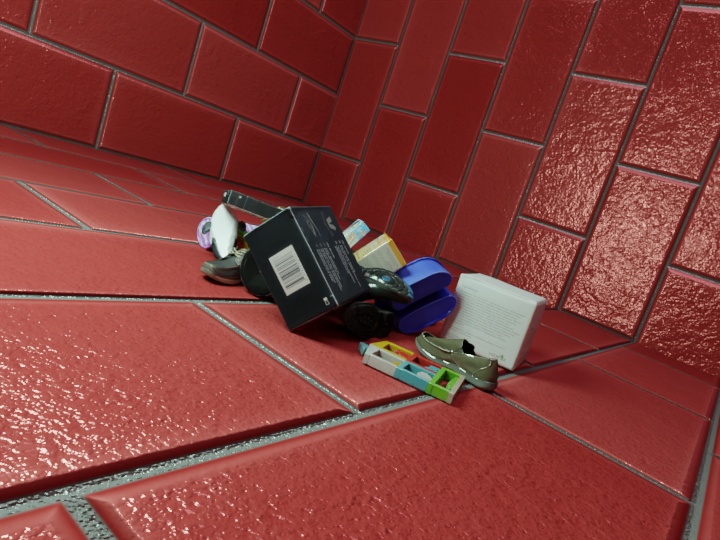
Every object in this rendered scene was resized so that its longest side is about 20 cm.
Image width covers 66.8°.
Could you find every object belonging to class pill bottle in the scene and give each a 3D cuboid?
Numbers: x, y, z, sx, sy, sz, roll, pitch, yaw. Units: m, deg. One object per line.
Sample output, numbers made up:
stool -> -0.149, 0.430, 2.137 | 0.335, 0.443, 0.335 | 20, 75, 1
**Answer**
pill bottle -> -0.167, -0.002, 1.207 | 0.111, 0.113, 0.200 | 22, 9, 20

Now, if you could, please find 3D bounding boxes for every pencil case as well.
pencil case -> -0.342, -0.088, 1.471 | 0.083, 0.087, 0.199 | -17, -15, 36

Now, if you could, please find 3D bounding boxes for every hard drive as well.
hard drive -> -0.231, -0.141, 1.320 | 0.198, 0.038, 0.139 | 20, 1, -23

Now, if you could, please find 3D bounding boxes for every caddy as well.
caddy -> 0.129, 0.055, 1.290 | 0.198, 0.143, 0.105 | -24, 29, -15

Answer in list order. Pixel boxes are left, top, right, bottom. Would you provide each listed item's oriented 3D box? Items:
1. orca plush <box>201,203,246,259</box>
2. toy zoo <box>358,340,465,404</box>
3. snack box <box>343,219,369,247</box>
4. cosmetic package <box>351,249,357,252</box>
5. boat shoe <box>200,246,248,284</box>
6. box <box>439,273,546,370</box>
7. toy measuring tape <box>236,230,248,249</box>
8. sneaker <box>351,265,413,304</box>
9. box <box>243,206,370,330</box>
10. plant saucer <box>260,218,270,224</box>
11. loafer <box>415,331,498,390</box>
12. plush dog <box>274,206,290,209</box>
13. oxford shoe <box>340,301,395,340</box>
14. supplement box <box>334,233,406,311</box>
orca plush -> -0.319, -0.066, 1.329 | 0.104, 0.071, 0.201 | -21, 58, -16
toy zoo -> 0.086, 0.173, 0.989 | 0.198, 0.021, 0.131 | 23, 10, 18
snack box -> -0.064, -0.065, 1.545 | 0.037, 0.200, 0.116 | 49, 0, -11
cosmetic package -> -0.020, 0.008, 1.490 | 0.072, 0.105, 0.200 | 17, 8, -6
boat shoe -> -0.271, -0.017, 1.193 | 0.074, 0.074, 0.200 | 22, 9, 21
box -> 0.333, 0.118, 1.356 | 0.198, 0.173, 0.198 | 23, 10, 24
toy measuring tape -> -0.275, -0.037, 1.386 | 0.200, 0.074, 0.074 | 45, 13, 7
sneaker -> 0.018, 0.036, 1.191 | 0.198, 0.083, 0.073 | 21, 24, 5
box -> -0.096, -0.011, 1.060 | 0.198, 0.117, 0.200 | 63, 20, 3
plant saucer -> -0.137, -0.074, 1.262 | 0.197, 0.036, 0.200 | 13, -8, 2
loafer -> 0.199, 0.168, 1.106 | 0.199, 0.070, 0.075 | 26, 11, 37
plush dog -> -0.187, -0.056, 1.470 | 0.198, 0.162, 0.172 | 26, 33, 1
oxford shoe -> -0.003, 0.097, 1.121 | 0.084, 0.073, 0.200 | 21, -4, 25
supplement box -> 0.000, 0.000, 1.279 | 0.074, 0.199, 0.126 | 57, 2, -11
